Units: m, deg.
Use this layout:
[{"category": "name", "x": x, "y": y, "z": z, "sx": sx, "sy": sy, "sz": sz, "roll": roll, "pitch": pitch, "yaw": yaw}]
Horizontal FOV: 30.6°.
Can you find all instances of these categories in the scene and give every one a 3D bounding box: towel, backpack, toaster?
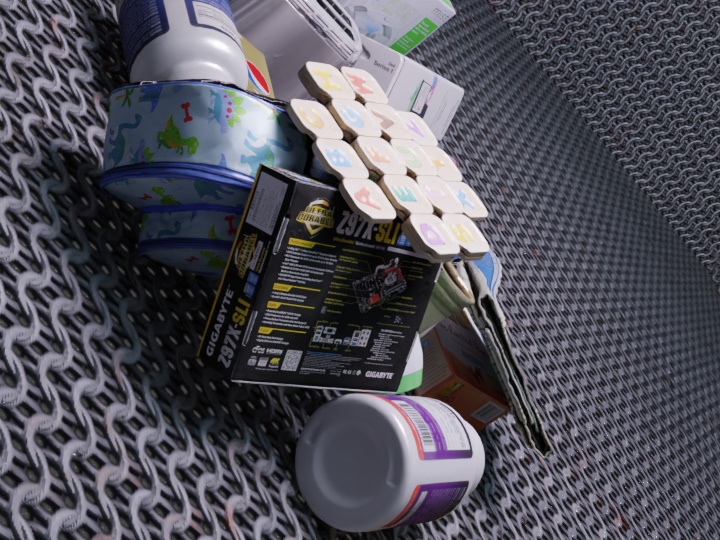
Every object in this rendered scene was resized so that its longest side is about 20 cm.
[{"category": "towel", "x": 0.150, "y": 0.093, "z": 1.436, "sx": 0.200, "sy": 0.034, "sz": 0.195, "roll": -96, "pitch": 164, "yaw": -80}, {"category": "backpack", "x": -0.110, "y": -0.071, "z": 1.078, "sx": 0.199, "sy": 0.181, "sz": 0.149, "roll": 21, "pitch": 73, "yaw": -47}, {"category": "toaster", "x": -0.086, "y": -0.274, "z": 1.552, "sx": 0.200, "sy": 0.129, "sz": 0.114, "roll": 43, "pitch": 23, "yaw": -30}]

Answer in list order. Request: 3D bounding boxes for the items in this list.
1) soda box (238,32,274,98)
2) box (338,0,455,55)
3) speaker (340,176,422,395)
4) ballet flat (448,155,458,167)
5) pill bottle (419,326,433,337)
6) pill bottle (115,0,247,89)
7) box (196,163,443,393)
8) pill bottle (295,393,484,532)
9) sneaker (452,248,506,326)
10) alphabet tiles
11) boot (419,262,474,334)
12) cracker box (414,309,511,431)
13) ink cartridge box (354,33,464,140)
[{"category": "soda box", "x": -0.128, "y": -0.162, "z": 1.361, "sx": 0.064, "sy": 0.067, "sz": 0.201, "roll": 37, "pitch": 26, "yaw": -42}, {"category": "box", "x": 0.010, "y": -0.383, "z": 1.883, "sx": 0.199, "sy": 0.176, "sz": 0.097, "roll": 22, "pitch": 37, "yaw": -58}, {"category": "speaker", "x": 0.003, "y": 0.010, "z": 1.186, "sx": 0.088, "sy": 0.087, "sz": 0.203, "roll": -18, "pitch": 99, "yaw": -70}, {"category": "ballet flat", "x": 0.085, "y": -0.144, "z": 1.854, "sx": 0.199, "sy": 0.068, "sz": 0.072, "roll": 22, "pitch": 57, "yaw": -58}, {"category": "pill bottle", "x": 0.003, "y": -0.019, "z": 1.373, "sx": 0.201, "sy": 0.110, "sz": 0.111, "roll": 53, "pitch": 20, "yaw": -7}, {"category": "pill bottle", "x": -0.168, "y": -0.205, "z": 1.251, "sx": 0.111, "sy": 0.110, "sz": 0.202, "roll": 35, "pitch": 28, "yaw": -43}, {"category": "box", "x": -0.022, "y": 0.013, "z": 1.048, "sx": 0.049, "sy": 0.162, "sz": 0.199, "roll": 25, "pitch": 11, "yaw": 41}, {"category": "pill bottle", "x": 0.036, "y": 0.166, "z": 1.148, "sx": 0.199, "sy": 0.111, "sz": 0.112, "roll": 14, "pitch": 44, "yaw": -62}, {"category": "sneaker", "x": 0.132, "y": 0.011, "z": 1.678, "sx": 0.089, "sy": 0.078, "sz": 0.201, "roll": 45, "pitch": 22, "yaw": -31}, {"category": "alphabet tiles", "x": 0.028, "y": -0.089, "z": 1.066, "sx": 0.195, "sy": 0.015, "sz": 0.201, "roll": -3, "pitch": 55, "yaw": -55}, {"category": "boot", "x": 0.000, "y": 0.000, "z": 1.266, "sx": 0.200, "sy": 0.154, "sz": 0.072, "roll": 47, "pitch": 20, "yaw": -23}, {"category": "cracker box", "x": 0.089, "y": 0.072, "z": 1.504, "sx": 0.134, "sy": 0.057, "sz": 0.202, "roll": 33, "pitch": 29, "yaw": -49}, {"category": "ink cartridge box", "x": 0.031, "y": -0.258, "z": 1.789, "sx": 0.144, "sy": 0.085, "sz": 0.199, "roll": 31, "pitch": 9, "yaw": 27}]
